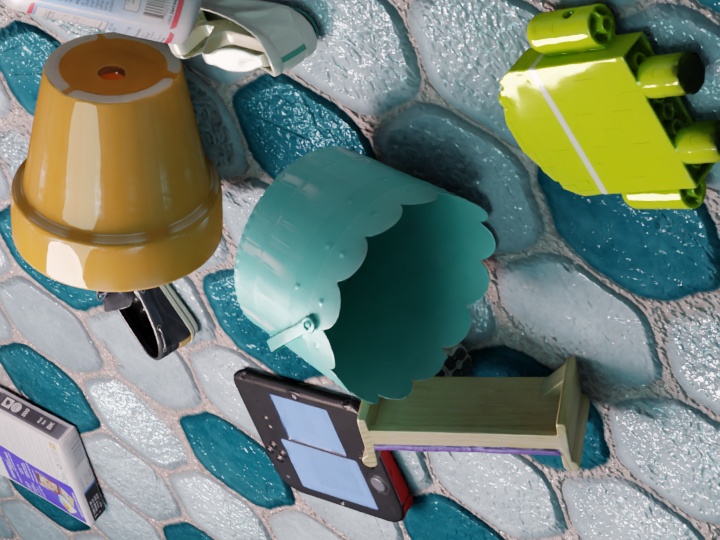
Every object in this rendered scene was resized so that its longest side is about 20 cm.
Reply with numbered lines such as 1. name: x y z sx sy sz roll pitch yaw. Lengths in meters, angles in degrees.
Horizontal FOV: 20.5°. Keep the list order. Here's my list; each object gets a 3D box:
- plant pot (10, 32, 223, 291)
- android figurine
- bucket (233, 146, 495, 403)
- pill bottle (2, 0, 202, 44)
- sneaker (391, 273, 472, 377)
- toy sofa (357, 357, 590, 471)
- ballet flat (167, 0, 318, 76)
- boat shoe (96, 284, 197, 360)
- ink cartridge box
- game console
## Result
1. plant pot: -0.226 -0.112 1.843 0.200 0.200 0.183 26 132 26
2. android figurine: 0.183 -0.115 1.470 0.200 0.041 0.182 -2 130 51
3. bucket: 0.000 0.000 1.696 0.135 0.207 0.207 30 150 35
4. pill bottle: -0.229 -0.256 1.618 0.200 0.109 0.109 11 156 -15
5. sneaker: 0.052 0.066 1.873 0.080 0.077 0.200 43 154 40
6. toy sofa: 0.103 0.139 1.798 0.200 0.083 0.098 0 134 15
7. ballet flat: -0.126 -0.205 1.697 0.200 0.069 0.069 17 143 38
8. boat shoe: -0.257 0.015 2.171 0.075 0.062 0.200 -4 127 55
9. ink cartridge box: -0.457 0.247 2.757 0.200 0.043 0.198 23 147 26
10. game console: -0.041 0.193 2.186 0.200 0.031 0.177 12 140 42
